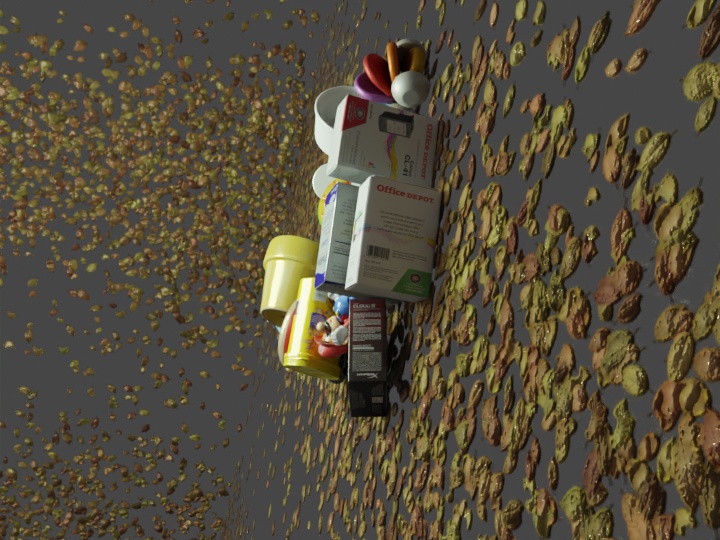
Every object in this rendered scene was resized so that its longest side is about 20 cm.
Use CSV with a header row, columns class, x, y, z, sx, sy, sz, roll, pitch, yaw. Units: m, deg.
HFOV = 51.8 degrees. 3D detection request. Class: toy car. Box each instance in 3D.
class,x,y,z,sx,sy,sz,roll,pitch,yaw
toy car,0.062,-0.404,1.617,0.201,0.148,0.177,115,160,-46

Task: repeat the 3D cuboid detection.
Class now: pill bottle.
class,x,y,z,sx,sy,sz,roll,pitch,yaw
pill bottle,-0.048,-0.212,1.853,0.200,0.113,0.116,-4,-73,-76

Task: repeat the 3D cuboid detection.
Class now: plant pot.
class,x,y,z,sx,sy,sz,roll,pitch,yaw
plant pot,-0.168,0.043,1.897,0.201,0.198,0.191,130,160,-64

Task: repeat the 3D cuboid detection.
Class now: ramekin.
class,x,y,z,sx,sy,sz,roll,pitch,yaw
ramekin,-0.022,-0.361,1.854,0.098,0.197,0.203,105,168,-49

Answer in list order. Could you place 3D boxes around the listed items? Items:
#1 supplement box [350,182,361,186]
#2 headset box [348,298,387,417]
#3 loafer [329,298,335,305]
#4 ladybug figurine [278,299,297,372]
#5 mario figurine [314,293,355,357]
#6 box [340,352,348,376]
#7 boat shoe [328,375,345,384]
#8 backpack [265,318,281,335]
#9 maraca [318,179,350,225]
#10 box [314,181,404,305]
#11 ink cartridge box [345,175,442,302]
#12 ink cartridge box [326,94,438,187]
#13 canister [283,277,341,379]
class,x,y,z,sx,sy,sz,roll,pitch,yaw
supplement box,0.032,-0.170,1.591,0.101,0.102,0.203,-138,70,-75
headset box,0.015,0.163,1.452,0.150,0.076,0.203,88,-179,-54
loafer,0.000,0.000,1.650,0.202,0.062,0.072,-62,10,1
ladybug figurine,-0.127,0.151,1.776,0.071,0.135,0.203,5,68,42
mario figurine,-0.048,0.088,1.570,0.203,0.105,0.123,-68,-16,6
box,-0.001,0.162,1.663,0.200,0.049,0.162,165,117,-76
boat shoe,-0.046,0.171,1.795,0.072,0.071,0.203,138,141,-66
backpack,-0.150,0.143,2.045,0.136,0.181,0.200,-59,31,9
maraca,-0.018,-0.169,1.697,0.201,0.136,0.107,-55,-20,0
box,0.014,-0.049,1.471,0.105,0.181,0.203,150,130,-69
ink cartridge box,0.060,-0.056,1.361,0.084,0.142,0.204,151,129,-72
ink cartridge box,0.044,-0.242,1.457,0.086,0.197,0.150,151,128,-72
canister,-0.094,0.133,1.685,0.085,0.148,0.203,-3,70,35
